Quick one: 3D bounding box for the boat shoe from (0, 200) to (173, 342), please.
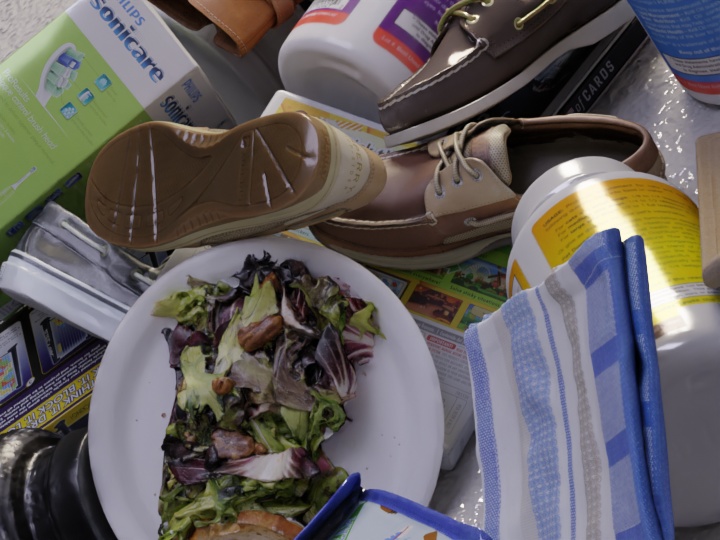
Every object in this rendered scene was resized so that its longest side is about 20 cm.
[{"bbox_3d":[-0.111,0.018,1.284,0.072,0.199,0.071,58,-123,-81],"label":"boat shoe"}]

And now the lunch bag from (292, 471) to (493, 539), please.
[{"bbox_3d":[-0.010,0.189,1.027,0.170,0.124,0.200,-47,20,-12],"label":"lunch bag"}]

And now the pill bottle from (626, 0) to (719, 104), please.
[{"bbox_3d":[0.179,-0.197,1.225,0.112,0.200,0.113,-26,35,20],"label":"pill bottle"}]

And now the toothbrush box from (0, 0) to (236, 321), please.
[{"bbox_3d":[-0.186,-0.073,1.379,0.200,0.086,0.146,-39,-12,-1],"label":"toothbrush box"}]

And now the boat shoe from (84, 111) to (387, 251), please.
[{"bbox_3d":[-0.073,-0.042,1.218,0.199,0.064,0.072,-2,79,45],"label":"boat shoe"}]

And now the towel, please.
[{"bbox_3d":[0.089,0.072,1.004,0.200,0.024,0.148,138,129,-70],"label":"towel"}]

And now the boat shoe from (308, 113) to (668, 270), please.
[{"bbox_3d":[0.067,-0.052,1.213,0.198,0.072,0.076,-7,55,3],"label":"boat shoe"}]

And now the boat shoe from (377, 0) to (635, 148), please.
[{"bbox_3d":[0.078,-0.134,1.276,0.199,0.060,0.072,-34,16,-31],"label":"boat shoe"}]

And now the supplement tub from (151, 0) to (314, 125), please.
[{"bbox_3d":[-0.042,-0.201,1.508,0.200,0.141,0.140,-49,34,-16],"label":"supplement tub"}]

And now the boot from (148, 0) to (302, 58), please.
[{"bbox_3d":[-0.088,-0.227,1.418,0.200,0.077,0.155,36,78,25],"label":"boot"}]

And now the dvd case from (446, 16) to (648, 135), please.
[{"bbox_3d":[0.085,-0.109,1.377,0.200,0.025,0.150,-50,33,-17],"label":"dvd case"}]

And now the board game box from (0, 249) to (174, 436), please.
[{"bbox_3d":[-0.167,0.050,1.409,0.199,0.057,0.166,-34,35,7],"label":"board game box"}]

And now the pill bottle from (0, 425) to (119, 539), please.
[{"bbox_3d":[-0.210,0.154,1.273,0.199,0.112,0.112,-21,36,27],"label":"pill bottle"}]

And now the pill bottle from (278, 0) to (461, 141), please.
[{"bbox_3d":[0.046,-0.171,1.365,0.111,0.112,0.200,6,53,48],"label":"pill bottle"}]

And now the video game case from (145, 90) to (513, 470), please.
[{"bbox_3d":[0.000,0.000,1.243,0.199,0.023,0.183,20,60,19],"label":"video game case"}]

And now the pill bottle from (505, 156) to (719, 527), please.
[{"bbox_3d":[0.136,0.025,1.085,0.109,0.109,0.200,-34,33,8],"label":"pill bottle"}]

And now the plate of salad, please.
[{"bbox_3d":[-0.054,0.082,1.169,0.198,0.048,0.202,-2,83,18],"label":"plate of salad"}]

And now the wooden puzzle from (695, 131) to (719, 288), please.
[{"bbox_3d":[0.252,-0.039,1.052,0.184,0.047,0.200,-13,18,13],"label":"wooden puzzle"}]
